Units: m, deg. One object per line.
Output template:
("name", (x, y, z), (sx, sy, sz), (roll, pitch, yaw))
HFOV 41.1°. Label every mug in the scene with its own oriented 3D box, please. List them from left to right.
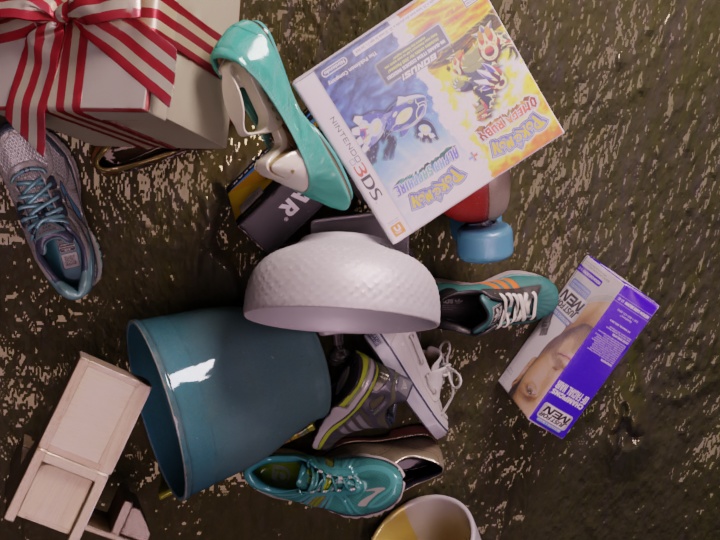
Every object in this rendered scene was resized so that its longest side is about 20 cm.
("mug", (0.094, 0.397, 1.261), (0.150, 0.186, 0.154), (-50, 127, -27))

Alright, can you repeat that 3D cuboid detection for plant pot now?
("plant pot", (-0.141, 0.127, 1.070), (0.186, 0.200, 0.202), (-16, 113, -24))

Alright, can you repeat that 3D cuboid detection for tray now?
("tray", (0.000, 0.000, 1.066), (0.106, 0.022, 0.201), (-7, 141, -5))

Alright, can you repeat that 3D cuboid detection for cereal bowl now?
("cereal bowl", (-0.017, 0.012, 0.966), (0.198, 0.200, 0.084), (6, 78, -15))

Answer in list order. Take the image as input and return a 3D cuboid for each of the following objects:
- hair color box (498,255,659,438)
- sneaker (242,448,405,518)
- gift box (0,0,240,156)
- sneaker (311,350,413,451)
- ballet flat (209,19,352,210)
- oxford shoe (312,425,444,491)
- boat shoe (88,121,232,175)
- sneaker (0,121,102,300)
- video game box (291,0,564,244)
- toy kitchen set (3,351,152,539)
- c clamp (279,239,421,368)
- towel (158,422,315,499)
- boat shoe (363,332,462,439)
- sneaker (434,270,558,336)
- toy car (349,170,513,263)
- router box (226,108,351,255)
("hair color box", (0.264, 0.092, 1.185), (0.064, 0.109, 0.201), (28, 101, -20))
("sneaker", (-0.046, 0.254, 1.147), (0.198, 0.080, 0.078), (1, 77, 11))
("gift box", (-0.216, -0.194, 0.871), (0.183, 0.187, 0.202), (-2, 83, 18))
("sneaker", (-0.003, 0.167, 1.123), (0.080, 0.074, 0.200), (20, 147, -10))
("ballet flat", (-0.080, -0.128, 0.885), (0.070, 0.067, 0.201), (-40, 113, -27))
("oxford shoe", (0.009, 0.252, 1.201), (0.198, 0.075, 0.071), (-19, 115, -5))
("boat shoe", (-0.191, -0.154, 1.012), (0.199, 0.068, 0.072), (-31, 113, -1))
("sneaker", (-0.322, -0.061, 1.006), (0.077, 0.086, 0.201), (-22, 113, -5))
("video game box", (0.064, -0.154, 0.915), (0.199, 0.047, 0.183), (-33, 105, 3))
("toy kitchen set", (-0.278, 0.194, 1.062), (0.162, 0.200, 0.182), (26, 86, -19))
("c clamp", (-0.008, 0.039, 1.152), (0.169, 0.027, 0.202), (-15, 111, -13))
("towel", (-0.147, 0.211, 1.146), (0.198, 0.086, 0.018), (-24, 100, -3))
("boat shoe", (0.080, 0.121, 1.163), (0.086, 0.075, 0.203), (-35, 126, -4))
("sneaker", (0.159, 0.046, 1.155), (0.198, 0.080, 0.072), (-4, 109, -18))
("toy car", (0.057, -0.108, 1.042), (0.198, 0.177, 0.186), (-6, 106, 2))
("router box", (-0.050, -0.121, 1.014), (0.200, 0.149, 0.051), (-44, 113, 4))
